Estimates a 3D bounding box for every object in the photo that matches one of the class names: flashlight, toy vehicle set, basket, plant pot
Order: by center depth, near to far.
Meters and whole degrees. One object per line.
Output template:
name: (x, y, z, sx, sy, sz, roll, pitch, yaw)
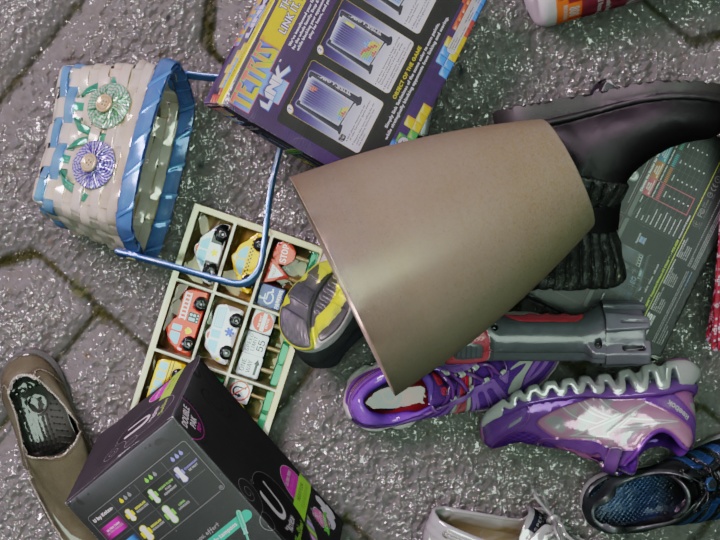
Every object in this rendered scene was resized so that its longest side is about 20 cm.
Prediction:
plant pot: (0.074, -0.031, 1.298, 0.199, 0.187, 0.189, -26, 93, -1)
basket: (-0.164, -0.085, 1.400, 0.198, 0.139, 0.178, 9, 77, 2)
flashlight: (0.139, 0.048, 1.404, 0.198, 0.068, 0.068, -1, 86, -2)
toy vehicle set: (-0.117, 0.056, 1.472, 0.123, 0.027, 0.202, 18, 92, -2)

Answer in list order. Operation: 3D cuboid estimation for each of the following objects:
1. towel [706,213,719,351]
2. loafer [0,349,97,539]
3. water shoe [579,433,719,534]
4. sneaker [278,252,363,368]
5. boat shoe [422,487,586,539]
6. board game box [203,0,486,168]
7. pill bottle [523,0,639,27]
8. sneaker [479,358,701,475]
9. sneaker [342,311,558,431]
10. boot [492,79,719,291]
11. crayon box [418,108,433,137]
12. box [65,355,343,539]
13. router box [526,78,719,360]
towel: (0.363, -0.036, 1.443, 0.143, 0.022, 0.202, -6, 106, -25)
loafer: (-0.262, 0.167, 1.452, 0.075, 0.070, 0.201, -27, 93, 0)
water shoe: (0.293, 0.194, 1.462, 0.198, 0.079, 0.072, -17, 93, -1)
sneaker: (0.000, 0.000, 1.454, 0.074, 0.085, 0.200, 35, 70, 21)
boat shoe: (0.154, 0.235, 1.462, 0.200, 0.075, 0.087, 9, 110, 5)
board game box: (-0.009, -0.183, 1.371, 0.164, 0.057, 0.201, 29, 85, -20)
pill bottle: (0.231, -0.287, 1.421, 0.198, 0.114, 0.115, -16, 93, 0)
sneaker: (0.204, 0.137, 1.448, 0.198, 0.081, 0.089, -10, 76, -1)
sneaker: (0.082, 0.098, 1.451, 0.198, 0.083, 0.081, -21, 93, -1)
boot: (0.213, -0.066, 1.383, 0.209, 0.079, 0.160, -9, 86, 11)
crayon box: (0.017, -0.226, 1.449, 0.126, 0.051, 0.202, 12, 93, -2)
box: (-0.125, 0.202, 1.398, 0.124, 0.149, 0.200, -38, 100, 12)
router box: (0.231, -0.043, 1.458, 0.149, 0.062, 0.201, 26, 92, -3)
